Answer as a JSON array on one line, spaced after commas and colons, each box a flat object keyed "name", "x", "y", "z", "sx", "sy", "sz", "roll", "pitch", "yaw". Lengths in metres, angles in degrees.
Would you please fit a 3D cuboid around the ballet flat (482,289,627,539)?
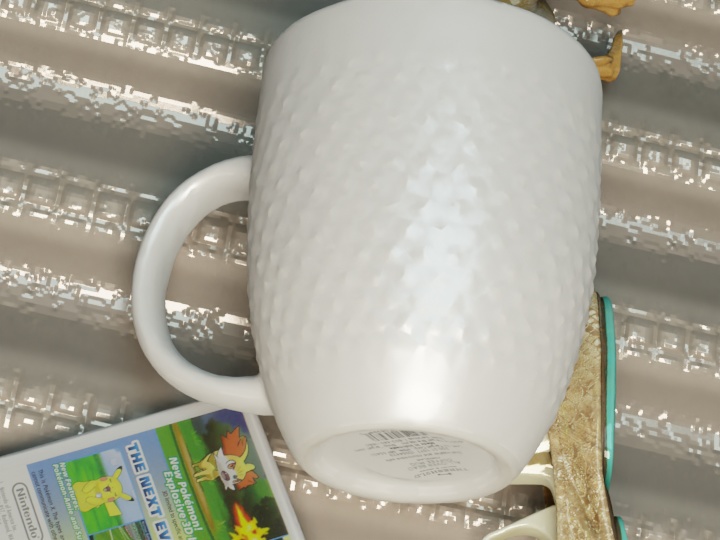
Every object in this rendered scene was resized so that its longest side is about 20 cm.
[{"name": "ballet flat", "x": 0.082, "y": 0.098, "z": 0.934, "sx": 0.065, "sy": 0.071, "sz": 0.201, "roll": -3, "pitch": 61, "yaw": 1}]

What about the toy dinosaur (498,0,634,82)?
[{"name": "toy dinosaur", "x": 0.075, "y": -0.120, "z": 1.040, "sx": 0.105, "sy": 0.061, "sz": 0.201, "roll": 11, "pitch": 41, "yaw": -3}]

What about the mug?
[{"name": "mug", "x": 0.000, "y": 0.000, "z": 0.915, "sx": 0.198, "sy": 0.148, "sz": 0.177, "roll": -3, "pitch": 64, "yaw": 15}]

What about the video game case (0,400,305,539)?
[{"name": "video game case", "x": -0.096, "y": 0.161, "z": 0.882, "sx": 0.181, "sy": 0.022, "sz": 0.201, "roll": -15, "pitch": 68, "yaw": -20}]
